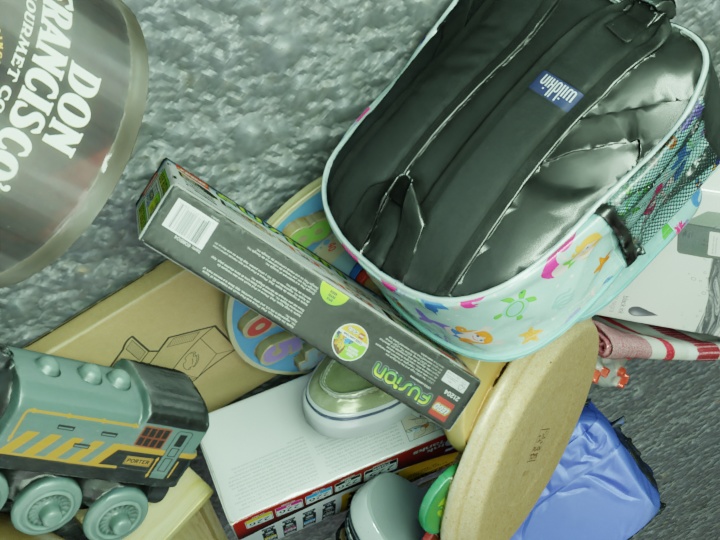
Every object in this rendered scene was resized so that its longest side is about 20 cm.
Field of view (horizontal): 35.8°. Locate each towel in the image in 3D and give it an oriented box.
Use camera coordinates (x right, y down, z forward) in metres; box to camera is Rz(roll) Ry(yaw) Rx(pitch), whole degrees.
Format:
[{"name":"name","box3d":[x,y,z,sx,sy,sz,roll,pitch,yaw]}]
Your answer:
[{"name":"towel","box3d":[0.236,0.039,0.875,0.198,0.144,0.023,3,105,-24]}]

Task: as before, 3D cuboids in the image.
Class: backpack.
[{"name":"backpack","box3d":[0.165,0.171,0.990,0.162,0.169,0.200,-31,178,8]},{"name":"backpack","box3d":[0.085,-0.052,0.622,0.200,0.177,0.151,-45,142,-9]}]

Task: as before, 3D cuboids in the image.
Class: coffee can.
[{"name":"coffee can","box3d":[-0.203,-0.094,0.429,0.146,0.147,0.200,-39,143,16]}]

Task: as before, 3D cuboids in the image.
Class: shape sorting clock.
[{"name":"shape sorting clock","box3d":[0.000,0.000,0.752,0.199,0.039,0.201,-27,145,-21]}]

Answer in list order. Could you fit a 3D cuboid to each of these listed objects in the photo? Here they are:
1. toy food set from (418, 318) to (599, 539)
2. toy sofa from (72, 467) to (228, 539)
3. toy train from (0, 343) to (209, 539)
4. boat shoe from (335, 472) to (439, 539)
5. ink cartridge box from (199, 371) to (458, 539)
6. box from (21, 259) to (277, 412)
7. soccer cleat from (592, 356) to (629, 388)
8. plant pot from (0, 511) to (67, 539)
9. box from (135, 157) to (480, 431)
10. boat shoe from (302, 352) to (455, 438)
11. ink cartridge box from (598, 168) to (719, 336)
[{"name":"toy food set","box3d":[0.098,0.107,0.741,0.199,0.048,0.200,-17,128,-59]},{"name":"toy sofa","box3d":[-0.161,0.202,0.875,0.083,0.097,0.201,-44,156,-20]},{"name":"toy train","box3d":[-0.191,0.104,0.705,0.199,0.085,0.114,20,111,-44]},{"name":"boat shoe","box3d":[0.015,0.201,0.824,0.090,0.071,0.200,-31,161,14]},{"name":"ink cartridge box","box3d":[-0.015,0.136,0.858,0.198,0.084,0.176,-21,160,-9]},{"name":"box","box3d":[-0.145,0.067,0.774,0.199,0.021,0.164,-31,145,3]},{"name":"soccer cleat","box3d":[0.195,0.060,0.961,0.200,0.077,0.070,12,103,-65]},{"name":"plant pot","box3d":[-0.210,0.232,0.829,0.028,0.198,0.201,-60,155,-26]},{"name":"box","box3d":[-0.032,0.011,0.628,0.199,0.110,0.035,33,94,-17]},{"name":"boat shoe","box3d":[0.040,0.036,0.753,0.199,0.072,0.062,-35,144,-25]},{"name":"ink cartridge box","box3d":[0.243,-0.032,0.775,0.198,0.085,0.146,10,141,7]}]
